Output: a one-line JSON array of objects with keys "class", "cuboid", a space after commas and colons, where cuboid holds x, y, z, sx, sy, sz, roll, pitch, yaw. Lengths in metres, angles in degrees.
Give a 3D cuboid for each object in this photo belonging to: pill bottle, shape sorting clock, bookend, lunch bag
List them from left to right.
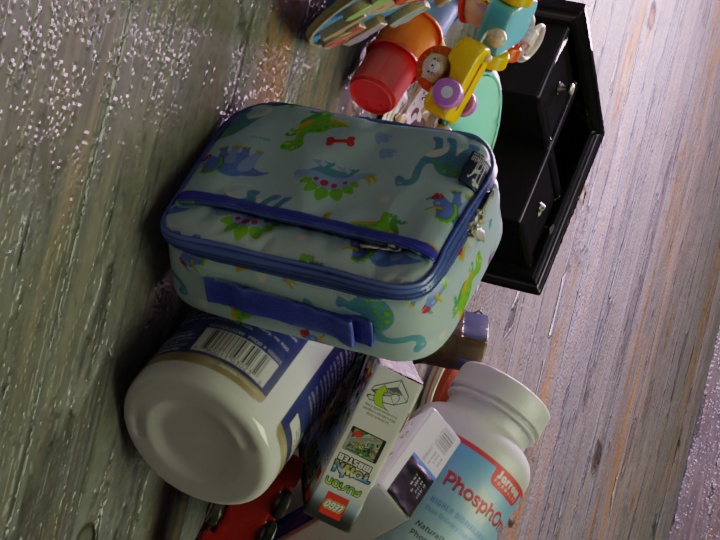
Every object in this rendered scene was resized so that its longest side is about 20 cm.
[{"class": "pill bottle", "cuboid": [-0.064, 0.053, 1.163, 0.200, 0.110, 0.112, -53, 149, -45]}, {"class": "lunch bag", "cuboid": [-0.017, -0.028, 1.106, 0.083, 0.199, 0.161, 83, 30, -43]}, {"class": "shape sorting clock", "cuboid": [0.052, -0.206, 1.220, 0.200, 0.199, 0.039, -23, 90, -65]}, {"class": "pill bottle", "cuboid": [0.063, 0.175, 1.347, 0.201, 0.108, 0.109, -56, 154, -17]}, {"class": "bookend", "cuboid": [0.148, -0.120, 1.623, 0.200, 0.092, 0.200, 69, 40, -55]}]

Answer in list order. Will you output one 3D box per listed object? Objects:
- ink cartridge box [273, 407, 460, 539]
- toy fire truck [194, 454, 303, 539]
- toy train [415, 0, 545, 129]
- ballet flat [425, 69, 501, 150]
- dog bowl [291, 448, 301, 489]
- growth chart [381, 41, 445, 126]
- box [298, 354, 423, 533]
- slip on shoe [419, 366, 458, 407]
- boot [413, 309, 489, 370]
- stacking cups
[{"class": "ink cartridge box", "cuboid": [-0.021, 0.177, 1.274, 0.039, 0.200, 0.100, 50, 40, -9]}, {"class": "toy fire truck", "cuboid": [-0.081, 0.156, 1.242, 0.141, 0.049, 0.201, -100, -144, -79]}, {"class": "toy train", "cuboid": [0.076, -0.146, 1.354, 0.201, 0.055, 0.150, -56, 166, -20]}, {"class": "ballet flat", "cuboid": [0.067, -0.079, 1.452, 0.067, 0.062, 0.201, 5, 103, -32]}, {"class": "dog bowl", "cuboid": [-0.007, 0.199, 1.457, 0.200, 0.073, 0.202, 14, 90, -70]}, {"class": "growth chart", "cuboid": [0.038, -0.103, 1.458, 0.201, 0.018, 0.145, -69, 157, -13]}, {"class": "box", "cuboid": [-0.003, 0.101, 1.204, 0.111, 0.035, 0.200, -63, -174, 5]}, {"class": "slip on shoe", "cuboid": [0.086, 0.154, 1.685, 0.074, 0.061, 0.201, 59, 48, -60]}, {"class": "boot", "cuboid": [0.062, 0.060, 1.473, 0.200, 0.096, 0.075, -3, 109, -83]}, {"class": "stacking cups", "cuboid": [0.050, -0.208, 1.371, 0.200, 0.060, 0.061, -58, 153, -34]}]
